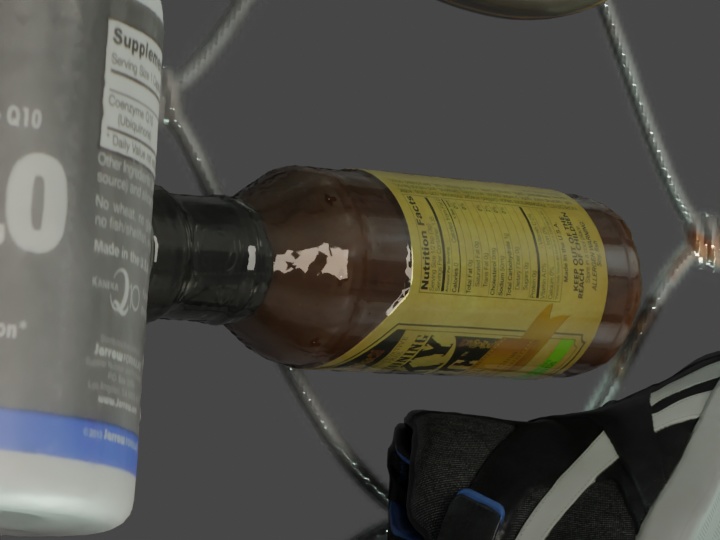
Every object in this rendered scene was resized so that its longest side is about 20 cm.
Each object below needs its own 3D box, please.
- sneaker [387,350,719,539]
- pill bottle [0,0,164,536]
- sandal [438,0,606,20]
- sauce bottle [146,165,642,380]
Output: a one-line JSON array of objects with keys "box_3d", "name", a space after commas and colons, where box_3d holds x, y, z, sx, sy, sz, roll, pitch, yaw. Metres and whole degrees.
[{"box_3d": [0.069, 0.062, 0.956, 0.200, 0.111, 0.073, -42, 142, -66], "name": "sneaker"}, {"box_3d": [-0.112, -0.032, 0.800, 0.113, 0.114, 0.201, 10, 77, -36], "name": "pill bottle"}, {"box_3d": [0.034, -0.132, 0.964, 0.199, 0.055, 0.082, 7, 79, -37], "name": "sandal"}, {"box_3d": [0.000, 0.000, 0.906, 0.200, 0.065, 0.065, 4, 81, -41], "name": "sauce bottle"}]
